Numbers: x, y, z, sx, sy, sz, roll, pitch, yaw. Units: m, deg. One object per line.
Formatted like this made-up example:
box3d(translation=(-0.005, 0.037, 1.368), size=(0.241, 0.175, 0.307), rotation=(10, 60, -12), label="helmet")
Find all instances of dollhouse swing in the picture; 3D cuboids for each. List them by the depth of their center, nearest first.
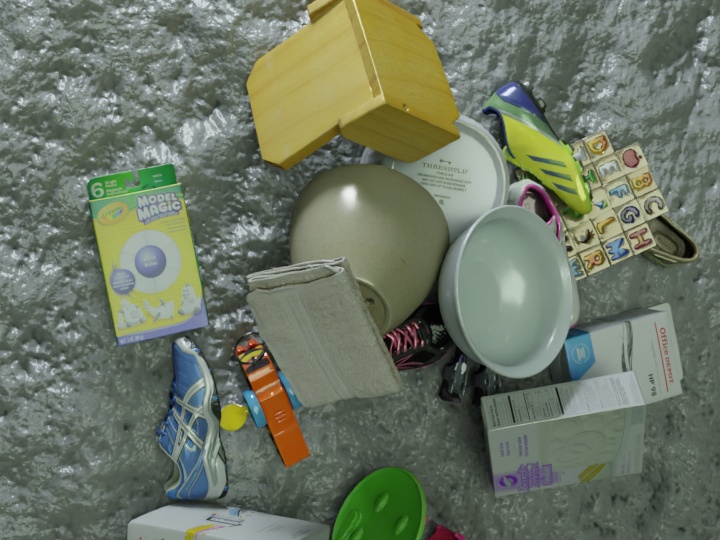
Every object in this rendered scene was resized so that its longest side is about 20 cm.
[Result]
box3d(translation=(-0.012, -0.208, 1.261), size=(0.180, 0.175, 0.203), rotation=(16, 45, -40), label="dollhouse swing")

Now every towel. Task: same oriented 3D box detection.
box3d(translation=(-0.041, 0.075, 1.166), size=(0.130, 0.035, 0.202), rotation=(-11, 126, 23), label="towel")

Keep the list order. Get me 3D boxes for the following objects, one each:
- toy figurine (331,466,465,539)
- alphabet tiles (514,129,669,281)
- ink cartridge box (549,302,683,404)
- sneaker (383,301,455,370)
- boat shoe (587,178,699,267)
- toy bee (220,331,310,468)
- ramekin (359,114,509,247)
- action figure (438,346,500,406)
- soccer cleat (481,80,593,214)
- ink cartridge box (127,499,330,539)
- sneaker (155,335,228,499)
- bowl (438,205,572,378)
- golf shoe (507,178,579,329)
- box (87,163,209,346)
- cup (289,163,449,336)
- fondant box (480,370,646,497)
box3d(translation=(0.061, 0.374, 1.288), size=(0.183, 0.150, 0.201), rotation=(38, 87, -34), label="toy figurine")
box3d(translation=(0.297, -0.083, 1.366), size=(0.197, 0.006, 0.169), rotation=(-24, 84, 5), label="alphabet tiles")
box3d(translation=(0.358, 0.121, 1.393), size=(0.196, 0.067, 0.118), rotation=(-14, 94, -13), label="ink cartridge box")
box3d(translation=(0.037, 0.094, 1.274), size=(0.196, 0.095, 0.080), rotation=(-21, 85, 4), label="sneaker")
box3d(translation=(0.370, -0.068, 1.394), size=(0.198, 0.065, 0.073), rotation=(32, 83, -12), label="boat shoe")
box3d(translation=(-0.112, 0.135, 1.269), size=(0.128, 0.109, 0.204), rotation=(-6, 117, -22), label="toy bee")
box3d(translation=(0.098, -0.107, 1.309), size=(0.198, 0.094, 0.207), rotation=(0, 92, -14), label="ramekin")
box3d(translation=(0.156, 0.072, 1.343), size=(0.127, 0.069, 0.205), rotation=(8, 86, -9), label="action figure")
box3d(translation=(0.231, -0.151, 1.345), size=(0.083, 0.065, 0.202), rotation=(-32, 80, 5), label="soccer cleat")
box3d(translation=(-0.155, 0.362, 1.189), size=(0.196, 0.144, 0.151), rotation=(5, 89, 19), label="ink cartridge box")
box3d(translation=(-0.209, 0.181, 1.246), size=(0.075, 0.076, 0.205), rotation=(-8, 92, -18), label="sneaker")
box3d(translation=(0.159, 0.028, 1.247), size=(0.198, 0.090, 0.206), rotation=(5, 82, -38), label="bowl")
box3d(translation=(0.232, -0.021, 1.319), size=(0.074, 0.092, 0.204), rotation=(-20, 85, -4), label="golf shoe")
box3d(translation=(-0.257, -0.021, 1.246), size=(0.115, 0.048, 0.204), rotation=(-12, 93, -14), label="box")
box3d(translation=(0.000, 0.000, 1.211), size=(0.198, 0.201, 0.145), rotation=(30, 40, -13), label="cup")
box3d(translation=(0.257, 0.209, 1.310), size=(0.196, 0.059, 0.146), rotation=(-9, 134, 4), label="fondant box")
